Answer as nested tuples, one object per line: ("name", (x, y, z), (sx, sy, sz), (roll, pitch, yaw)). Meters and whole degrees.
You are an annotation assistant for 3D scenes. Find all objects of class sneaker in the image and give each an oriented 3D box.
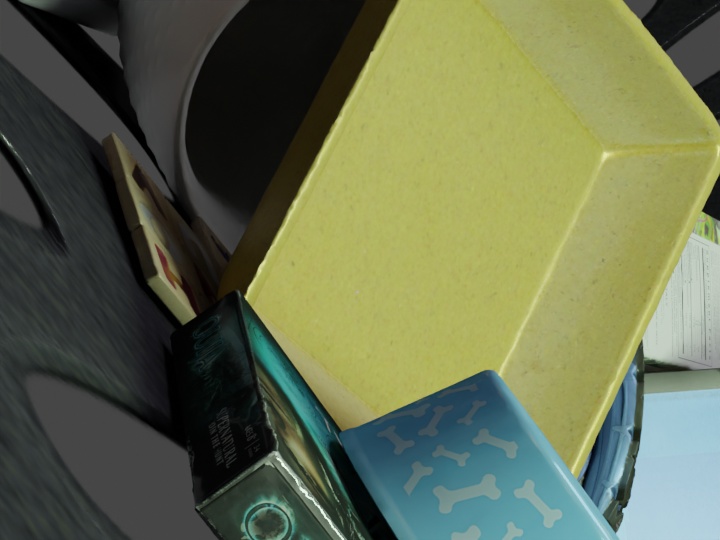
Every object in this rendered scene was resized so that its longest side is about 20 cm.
("sneaker", (0.075, 0.030, 0.930), (0.075, 0.078, 0.201), (75, 16, -66))

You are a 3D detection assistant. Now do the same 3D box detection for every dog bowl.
("dog bowl", (0.058, 0.094, 0.701), (0.112, 0.049, 0.200), (56, 3, 26))

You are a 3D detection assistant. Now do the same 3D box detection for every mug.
("mug", (-0.024, -0.117, 0.926), (0.175, 0.147, 0.201), (-124, -146, -57))

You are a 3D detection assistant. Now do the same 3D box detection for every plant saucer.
("plant saucer", (0.035, -0.018, 0.824), (0.048, 0.201, 0.200), (13, -21, 41))

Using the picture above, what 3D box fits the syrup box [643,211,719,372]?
("syrup box", (0.120, 0.011, 1.076), (0.200, 0.078, 0.082), (13, 74, -66))

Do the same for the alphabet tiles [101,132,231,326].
("alphabet tiles", (-0.025, 0.044, 0.808), (0.200, 0.008, 0.167), (53, 7, -33))

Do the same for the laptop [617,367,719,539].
("laptop", (0.201, 0.133, 0.938), (0.200, 0.176, 0.104), (-117, -152, -56))

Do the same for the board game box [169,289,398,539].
("board game box", (0.016, 0.108, 0.659), (0.200, 0.028, 0.135), (54, 4, -18))

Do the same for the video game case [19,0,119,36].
("video game case", (-0.161, -0.181, 0.942), (0.183, 0.022, 0.200), (56, 4, 0))
